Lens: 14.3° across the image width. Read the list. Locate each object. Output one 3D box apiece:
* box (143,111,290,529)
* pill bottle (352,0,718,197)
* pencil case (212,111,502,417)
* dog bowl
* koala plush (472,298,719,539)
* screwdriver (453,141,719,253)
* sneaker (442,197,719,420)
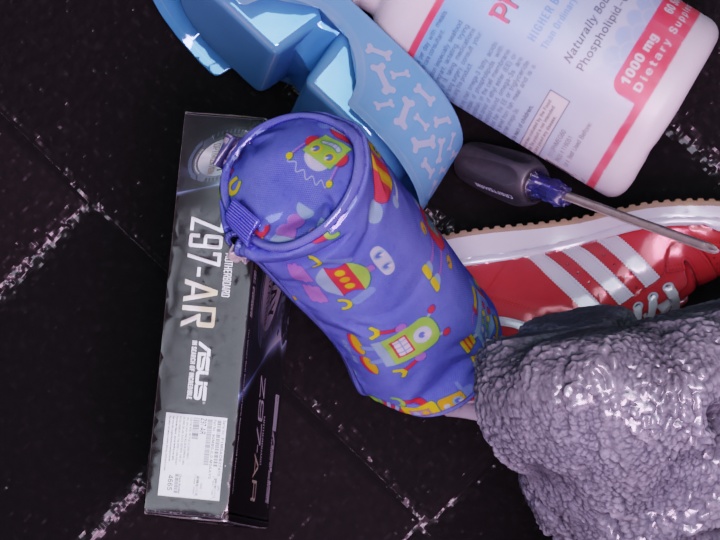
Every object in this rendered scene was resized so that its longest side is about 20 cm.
[{"bbox_3d":[-0.068,0.030,1.463,0.043,0.160,0.200,5,83,6],"label":"box"},{"bbox_3d":[0.079,-0.133,1.508,0.200,0.109,0.109,31,85,2],"label":"pill bottle"},{"bbox_3d":[0.000,0.000,1.400,0.087,0.200,0.078,-37,52,3],"label":"pencil case"},{"bbox_3d":[-0.027,-0.111,1.508,0.200,0.111,0.050,43,72,4],"label":"dog bowl"},{"bbox_3d":[0.143,0.120,1.356,0.177,0.184,0.200,-6,94,29],"label":"koala plush"},{"bbox_3d":[0.116,-0.031,1.475,0.028,0.200,0.029,-21,121,-31],"label":"screwdriver"},{"bbox_3d":[0.128,0.029,1.503,0.200,0.071,0.113,-9,71,6],"label":"sneaker"}]
